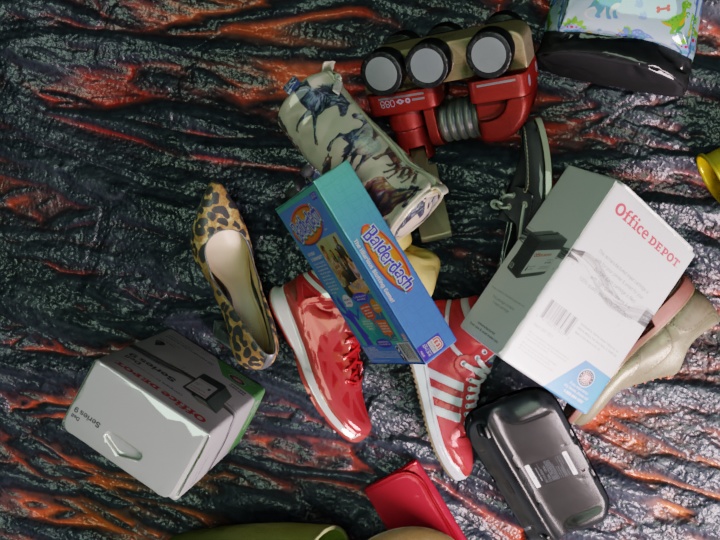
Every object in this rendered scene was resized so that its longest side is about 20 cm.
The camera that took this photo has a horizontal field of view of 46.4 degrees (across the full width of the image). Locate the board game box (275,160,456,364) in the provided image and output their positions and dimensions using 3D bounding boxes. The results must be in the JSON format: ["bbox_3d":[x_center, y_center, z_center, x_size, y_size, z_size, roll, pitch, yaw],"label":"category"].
[{"bbox_3d":[0.000,0.000,0.845,0.045,0.152,0.201,-34,97,-19],"label":"board game box"}]

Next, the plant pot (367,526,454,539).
[{"bbox_3d":[0.049,0.385,0.928,0.198,0.027,0.202,-2,97,-17],"label":"plant pot"}]

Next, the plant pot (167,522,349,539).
[{"bbox_3d":[-0.134,0.367,0.959,0.198,0.187,0.189,5,97,23],"label":"plant pot"}]

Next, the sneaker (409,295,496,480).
[{"bbox_3d":[0.121,0.126,0.929,0.111,0.071,0.202,-16,91,14],"label":"sneaker"}]

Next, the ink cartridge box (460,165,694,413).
[{"bbox_3d":[0.220,0.019,0.851,0.145,0.084,0.201,33,92,-30],"label":"ink cartridge box"}]

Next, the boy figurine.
[{"bbox_3d":[0.012,-0.048,0.927,0.200,0.064,0.125,41,131,2],"label":"boy figurine"}]

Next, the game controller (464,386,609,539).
[{"bbox_3d":[0.194,0.214,0.910,0.104,0.042,0.201,-28,113,9],"label":"game controller"}]

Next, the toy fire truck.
[{"bbox_3d":[0.100,-0.150,0.887,0.174,0.129,0.202,-4,117,23],"label":"toy fire truck"}]

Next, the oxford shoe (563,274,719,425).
[{"bbox_3d":[0.301,0.101,0.898,0.075,0.070,0.200,40,103,-3],"label":"oxford shoe"}]

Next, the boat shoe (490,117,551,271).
[{"bbox_3d":[0.171,-0.062,0.901,0.062,0.073,0.202,0,100,7],"label":"boat shoe"}]

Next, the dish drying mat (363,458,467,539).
[{"bbox_3d":[0.087,0.324,0.982,0.076,0.018,0.201,-32,90,12],"label":"dish drying mat"}]

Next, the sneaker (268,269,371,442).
[{"bbox_3d":[-0.013,0.086,0.946,0.115,0.078,0.201,-29,92,13],"label":"sneaker"}]

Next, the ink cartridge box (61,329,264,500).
[{"bbox_3d":[-0.206,0.149,0.922,0.145,0.200,0.085,31,99,5],"label":"ink cartridge box"}]

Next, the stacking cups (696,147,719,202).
[{"bbox_3d":[0.449,-0.140,0.858,0.199,0.061,0.061,-28,91,6],"label":"stacking cups"}]

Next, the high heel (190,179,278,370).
[{"bbox_3d":[-0.129,0.004,0.923,0.071,0.142,0.202,-11,106,-29],"label":"high heel"}]

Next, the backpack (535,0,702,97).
[{"bbox_3d":[0.274,-0.297,0.835,0.162,0.154,0.202,17,86,14],"label":"backpack"}]

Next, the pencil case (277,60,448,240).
[{"bbox_3d":[0.001,-0.117,0.846,0.200,0.077,0.090,47,130,20],"label":"pencil case"}]
